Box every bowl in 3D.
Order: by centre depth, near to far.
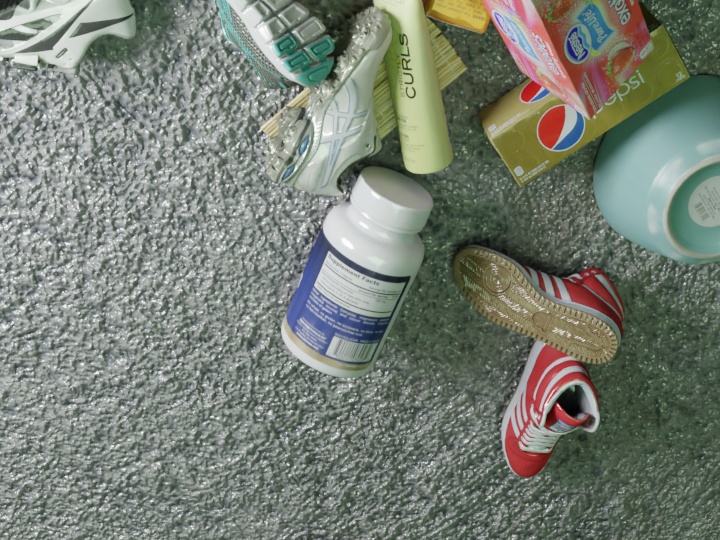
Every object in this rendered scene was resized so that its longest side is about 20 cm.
[{"bbox_3d":[0.351,-0.087,1.219,0.197,0.106,0.204,-4,122,-6],"label":"bowl"}]

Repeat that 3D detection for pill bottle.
[{"bbox_3d":[0.000,0.000,1.215,0.109,0.112,0.202,16,117,-17],"label":"pill bottle"}]

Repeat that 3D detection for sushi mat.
[{"bbox_3d":[0.004,-0.173,1.170,0.199,0.012,0.096,-38,117,13],"label":"sushi mat"}]

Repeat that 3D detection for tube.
[{"bbox_3d":[0.047,-0.191,1.124,0.057,0.052,0.203,-2,125,17],"label":"tube"}]

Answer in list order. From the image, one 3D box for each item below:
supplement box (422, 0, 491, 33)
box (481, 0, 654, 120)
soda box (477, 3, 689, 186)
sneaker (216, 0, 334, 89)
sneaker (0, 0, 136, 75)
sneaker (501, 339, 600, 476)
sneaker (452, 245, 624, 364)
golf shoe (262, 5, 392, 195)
[{"bbox_3d":[0.113,-0.325,1.066,0.068,0.067,0.203,11,118,-14],"label":"supplement box"},{"bbox_3d":[0.176,-0.241,1.050,0.095,0.103,0.200,-47,145,-1],"label":"box"},{"bbox_3d":[0.220,-0.175,1.171,0.198,0.064,0.068,-33,120,11],"label":"soda box"},{"bbox_3d":[-0.109,-0.248,1.075,0.077,0.091,0.202,-37,101,-30],"label":"sneaker"},{"bbox_3d":[-0.298,-0.209,1.070,0.197,0.074,0.090,-19,120,4],"label":"sneaker"},{"bbox_3d":[0.215,0.178,1.340,0.070,0.113,0.203,4,120,-10],"label":"sneaker"},{"bbox_3d":[0.200,0.023,1.292,0.198,0.112,0.072,31,119,10],"label":"sneaker"},{"bbox_3d":[-0.011,-0.158,1.132,0.096,0.079,0.201,23,123,-24],"label":"golf shoe"}]
